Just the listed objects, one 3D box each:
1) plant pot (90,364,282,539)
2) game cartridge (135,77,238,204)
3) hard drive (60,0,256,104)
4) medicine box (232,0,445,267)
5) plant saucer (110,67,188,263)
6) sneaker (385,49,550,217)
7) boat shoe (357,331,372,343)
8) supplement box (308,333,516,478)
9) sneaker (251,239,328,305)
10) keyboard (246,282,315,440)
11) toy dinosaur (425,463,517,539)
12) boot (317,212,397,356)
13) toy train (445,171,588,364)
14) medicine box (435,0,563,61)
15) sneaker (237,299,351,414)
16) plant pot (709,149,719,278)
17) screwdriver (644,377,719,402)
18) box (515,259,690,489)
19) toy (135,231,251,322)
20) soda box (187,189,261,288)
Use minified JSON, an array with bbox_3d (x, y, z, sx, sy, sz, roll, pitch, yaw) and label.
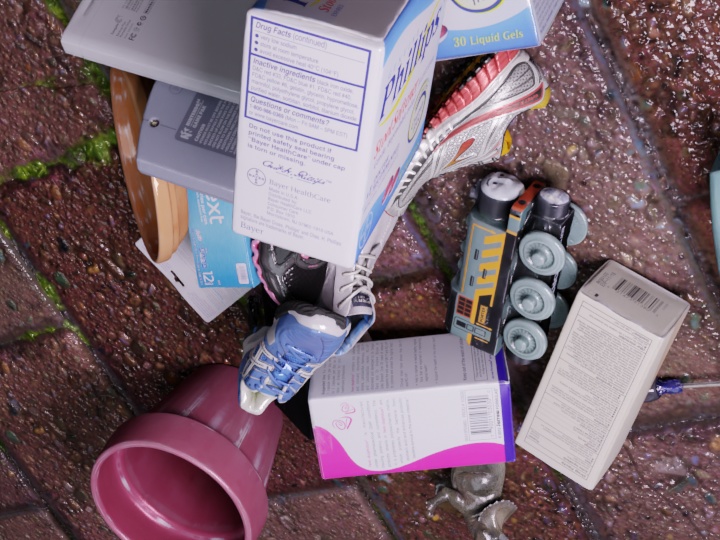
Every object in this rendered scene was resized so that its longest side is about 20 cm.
[{"bbox_3d":[-0.179,0.210,1.507,0.198,0.179,0.201,12,130,15],"label":"plant pot"},{"bbox_3d":[-0.116,-0.157,1.195,0.132,0.201,0.041,20,155,7],"label":"game cartridge"},{"bbox_3d":[-0.151,-0.225,1.196,0.198,0.133,0.027,17,154,12],"label":"hard drive"},{"bbox_3d":[-0.013,-0.141,1.016,0.102,0.183,0.201,18,131,10],"label":"medicine box"},{"bbox_3d":[-0.204,-0.108,1.297,0.037,0.201,0.201,-13,130,-17],"label":"plant saucer"},{"bbox_3d":[0.090,-0.114,1.194,0.082,0.078,0.200,36,120,-15],"label":"sneaker"},{"bbox_3d":[-0.025,0.132,1.452,0.071,0.069,0.201,12,129,15],"label":"boat shoe"},{"bbox_3d":[0.052,0.135,1.355,0.198,0.104,0.102,-6,120,3],"label":"supplement box"},{"bbox_3d":[-0.046,-0.055,1.256,0.095,0.079,0.202,14,106,47],"label":"sneaker"},{"bbox_3d":[-0.085,0.086,1.435,0.127,0.021,0.201,42,149,35],"label":"keyboard"},{"bbox_3d":[0.121,0.217,1.459,0.101,0.077,0.202,-4,97,18],"label":"toy dinosaur"},{"bbox_3d":[0.000,0.000,1.310,0.073,0.096,0.201,-1,143,-23],"label":"boot"},{"bbox_3d":[0.145,-0.001,1.271,0.113,0.085,0.201,22,132,20],"label":"toy train"},{"bbox_3d":[0.052,-0.281,1.080,0.181,0.103,0.201,-4,124,26],"label":"medicine box"},{"bbox_3d":[-0.066,0.086,1.286,0.075,0.078,0.200,21,154,-14],"label":"sneaker"},{"bbox_3d":[0.375,-0.023,1.112,0.141,0.141,0.201,-15,111,32],"label":"plant pot"},{"bbox_3d":[0.332,0.114,1.307,0.198,0.028,0.029,-5,154,27],"label":"screwdriver"},{"bbox_3d":[0.231,0.103,1.286,0.095,0.078,0.201,32,128,18],"label":"box"},{"bbox_3d":[-0.127,-0.045,1.377,0.200,0.047,0.115,-36,100,34],"label":"toy"},{"bbox_3d":[-0.131,-0.088,1.291,0.064,0.068,0.202,0,107,23],"label":"soda box"}]
